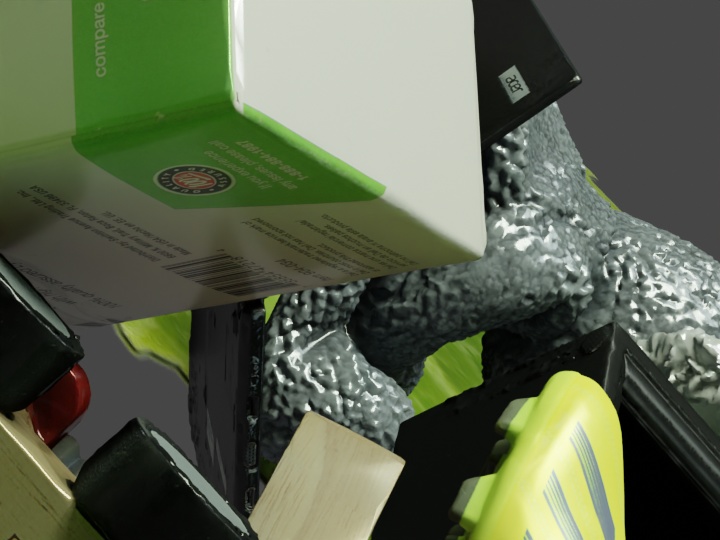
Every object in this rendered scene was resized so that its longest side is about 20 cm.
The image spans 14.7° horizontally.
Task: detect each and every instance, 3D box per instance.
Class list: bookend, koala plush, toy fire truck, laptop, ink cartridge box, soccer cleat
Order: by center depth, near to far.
[{"bbox_3d":[0.049,0.119,0.717,0.084,0.200,0.065,14,-33,3],"label":"soccer cleat"},{"bbox_3d":[-0.063,0.068,0.738,0.176,0.129,0.200,46,-1,2],"label":"toy fire truck"},{"bbox_3d":[-0.086,-0.041,0.754,0.145,0.200,0.084,28,56,-60],"label":"ink cartridge box"},{"bbox_3d":[0.089,0.160,0.870,0.199,0.092,0.200,48,34,-23],"label":"bookend"},{"bbox_3d":[0.000,0.000,0.938,0.103,0.200,0.177,-1,23,-8],"label":"laptop"},{"bbox_3d":[0.076,0.015,1.098,0.200,0.184,0.177,26,10,-1],"label":"koala plush"}]
